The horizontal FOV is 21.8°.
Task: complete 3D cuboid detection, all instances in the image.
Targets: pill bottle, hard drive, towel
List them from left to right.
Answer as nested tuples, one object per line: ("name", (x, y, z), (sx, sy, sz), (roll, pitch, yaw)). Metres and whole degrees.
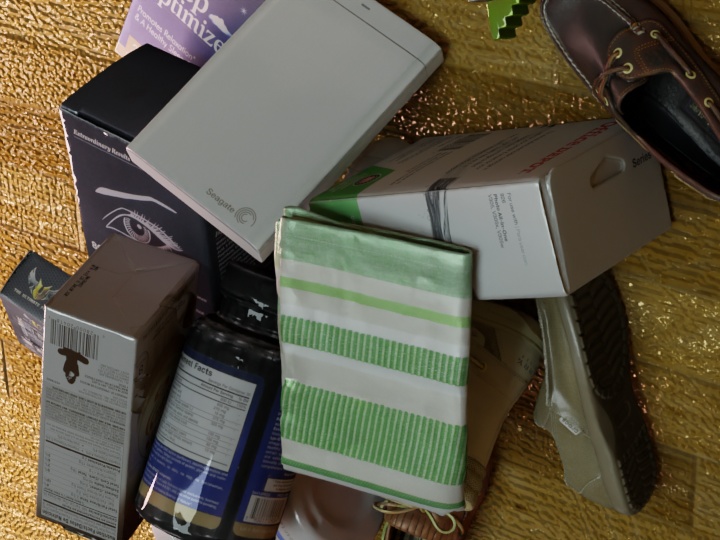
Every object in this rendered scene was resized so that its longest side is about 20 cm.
("pill bottle", (-0.088, 0.101, 1.398), (0.111, 0.112, 0.202), (20, 94, 32))
("pill bottle", (-0.082, 0.189, 1.532), (0.199, 0.112, 0.113), (-17, 99, 43))
("hard drive", (-0.053, -0.119, 1.337), (0.132, 0.200, 0.027), (37, 166, 21))
("towel", (0.008, 0.063, 1.272), (0.151, 0.023, 0.202), (14, 118, 27))

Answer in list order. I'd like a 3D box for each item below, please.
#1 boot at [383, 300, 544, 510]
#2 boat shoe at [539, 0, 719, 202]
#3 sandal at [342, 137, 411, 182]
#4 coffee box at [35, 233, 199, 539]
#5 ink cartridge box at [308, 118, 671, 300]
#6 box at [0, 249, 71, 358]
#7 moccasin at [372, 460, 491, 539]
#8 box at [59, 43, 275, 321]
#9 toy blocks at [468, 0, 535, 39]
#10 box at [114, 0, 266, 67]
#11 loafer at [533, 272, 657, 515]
("boot", (0.028, 0.089, 1.385), (0.198, 0.157, 0.073), (14, 159, 32))
("boat shoe", (0.188, -0.121, 1.205), (0.200, 0.070, 0.071), (42, 133, 19))
("sandal", (-0.005, -0.003, 1.361), (0.050, 0.082, 0.205), (-4, 64, 47))
("coffee box", (-0.185, 0.092, 1.419), (0.079, 0.115, 0.202), (18, 125, 13))
("ink cartridge box", (0.089, -0.040, 1.274), (0.199, 0.146, 0.085), (-3, 108, 42))
("box", (-0.203, 0.075, 1.568), (0.199, 0.051, 0.158), (32, 164, 6))
("moccasin", (0.050, 0.187, 1.458), (0.073, 0.078, 0.203), (26, 127, 9))
("box", (-0.137, -0.052, 1.464), (0.147, 0.104, 0.201), (27, 139, 28))
("toy blocks", (0.124, -0.258, 1.181), (0.136, 0.100, 0.202), (-9, 92, 32))
("box", (-0.117, -0.213, 1.449), (0.121, 0.032, 0.201), (42, 131, 17))
("loafer", (0.154, 0.082, 1.328), (0.067, 0.076, 0.202), (-5, 107, 35))
